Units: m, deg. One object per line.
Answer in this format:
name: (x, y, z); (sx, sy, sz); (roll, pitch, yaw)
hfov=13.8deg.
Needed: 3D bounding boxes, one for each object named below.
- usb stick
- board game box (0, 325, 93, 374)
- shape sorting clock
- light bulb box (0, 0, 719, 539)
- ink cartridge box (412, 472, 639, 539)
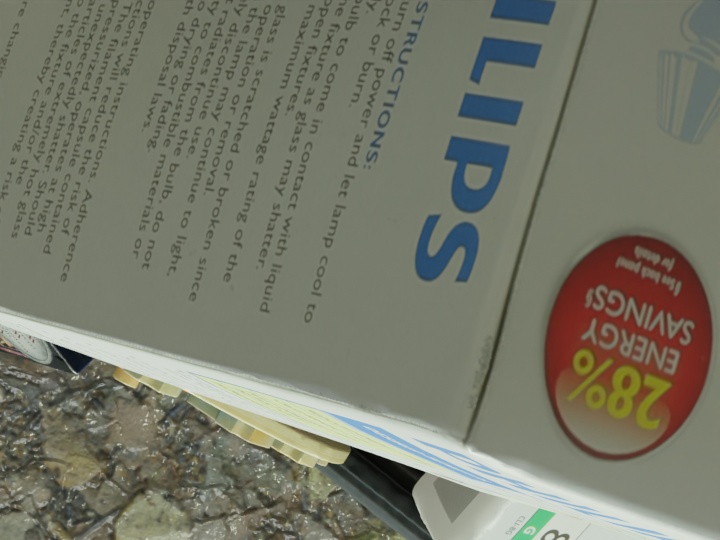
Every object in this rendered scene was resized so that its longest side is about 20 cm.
usb stick: (0.003, 0.087, 1.339); (0.200, 0.033, 0.055); (36, -179, 31)
board game box: (-0.160, -0.059, 0.878); (0.200, 0.035, 0.135); (53, 159, -26)
shape sorting clock: (-0.092, 0.030, 1.254); (0.200, 0.039, 0.200); (27, 180, 0)
light bulb box: (0.044, -0.012, 0.647); (0.198, 0.125, 0.200); (21, 174, -39)
ink cartridge box: (0.142, 0.065, 1.095); (0.200, 0.161, 0.050); (22, -152, -36)
